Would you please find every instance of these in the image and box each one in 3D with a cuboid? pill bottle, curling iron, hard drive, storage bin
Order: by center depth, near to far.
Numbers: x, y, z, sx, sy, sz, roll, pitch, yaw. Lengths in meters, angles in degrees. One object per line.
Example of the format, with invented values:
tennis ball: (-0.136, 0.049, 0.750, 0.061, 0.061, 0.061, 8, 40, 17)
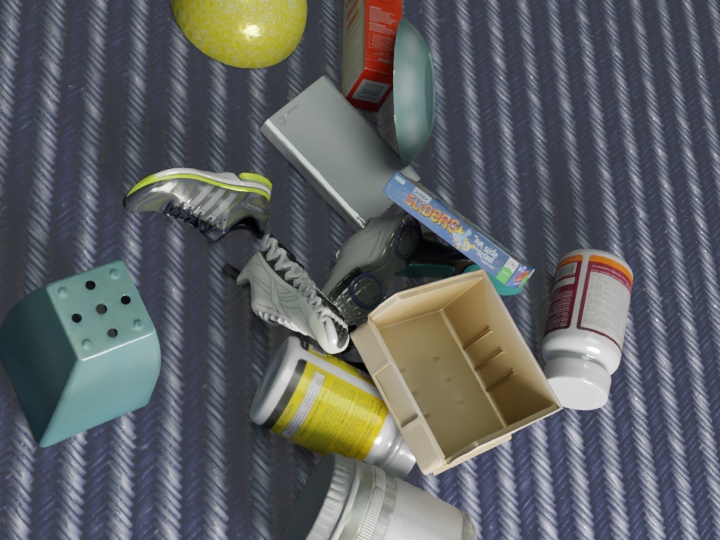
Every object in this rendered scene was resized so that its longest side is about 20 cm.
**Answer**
storage bin: (0.113, 0.120, 1.426, 0.197, 0.094, 0.201, -13, 70, -49)
pill bottle: (-0.024, 0.172, 1.429, 0.198, 0.114, 0.115, 28, 59, -10)
curling iron: (-0.089, 0.047, 1.503, 0.198, 0.026, 0.050, 28, 44, 2)
pill bottle: (0.308, 0.081, 1.620, 0.109, 0.110, 0.202, 23, 60, -12)
hard drive: (-0.026, -0.160, 1.633, 0.200, 0.026, 0.132, 47, 57, 1)

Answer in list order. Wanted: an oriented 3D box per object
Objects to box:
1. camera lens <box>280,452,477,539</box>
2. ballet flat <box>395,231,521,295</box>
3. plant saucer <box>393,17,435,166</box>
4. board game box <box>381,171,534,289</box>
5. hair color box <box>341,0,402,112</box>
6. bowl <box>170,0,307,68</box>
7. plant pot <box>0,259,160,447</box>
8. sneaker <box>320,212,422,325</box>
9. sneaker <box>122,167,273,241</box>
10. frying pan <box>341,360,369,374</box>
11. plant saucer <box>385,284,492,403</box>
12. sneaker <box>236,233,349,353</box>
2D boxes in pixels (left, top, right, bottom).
camera lens: (0.023, 0.318, 1.355, 0.198, 0.160, 0.161, 28, 59, -10)
ballet flat: (0.133, -0.017, 1.614, 0.198, 0.073, 0.074, 10, 63, -17)
plant saucer: (0.078, -0.245, 1.620, 0.038, 0.202, 0.203, -1, 63, 11)
board game box: (0.128, -0.050, 1.521, 0.199, 0.135, 0.035, 38, 98, 13)
hair color box: (0.016, -0.341, 1.690, 0.061, 0.102, 0.202, 9, 64, -18)
bowl: (-0.155, -0.394, 1.636, 0.198, 0.108, 0.202, 10, 63, -20)
plant pot: (-0.301, 0.079, 1.299, 0.140, 0.200, 0.142, -21, 76, -30)
sneaker: (0.000, 0.000, 1.527, 0.200, 0.086, 0.075, -47, 127, -34)
sneaker: (-0.201, -0.080, 1.494, 0.198, 0.074, 0.082, -1, 71, -23)
frying pan: (0.035, 0.140, 1.517, 0.189, 0.031, 0.116, -22, 74, -29)
plant saucer: (0.108, 0.105, 1.537, 0.198, 0.029, 0.202, 11, 60, -20)
sneaker: (-0.082, 0.043, 1.427, 0.081, 0.075, 0.200, -42, 48, 0)
